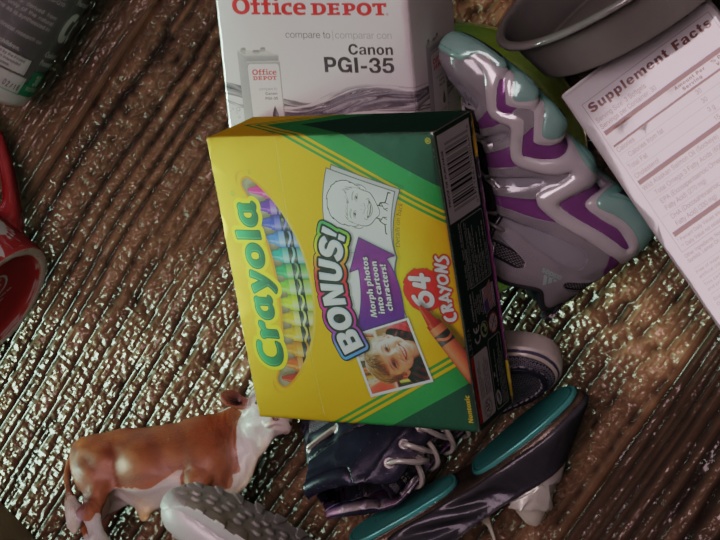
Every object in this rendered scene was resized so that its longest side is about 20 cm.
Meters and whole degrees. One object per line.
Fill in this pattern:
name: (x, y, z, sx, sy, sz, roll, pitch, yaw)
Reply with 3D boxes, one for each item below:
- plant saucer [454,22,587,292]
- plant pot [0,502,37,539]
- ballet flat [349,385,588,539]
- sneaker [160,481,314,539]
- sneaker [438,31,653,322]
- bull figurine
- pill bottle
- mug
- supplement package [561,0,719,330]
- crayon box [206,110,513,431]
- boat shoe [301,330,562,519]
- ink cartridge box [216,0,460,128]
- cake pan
plant saucer: (0.069, -0.075, 1.391, 0.200, 0.031, 0.200, -2, 85, 22)
plant pot: (-0.329, 0.260, 1.441, 0.200, 0.200, 0.177, -37, 62, 15)
ballet flat: (0.087, 0.158, 1.348, 0.200, 0.073, 0.073, -35, 73, 9)
sneaker: (-0.061, 0.221, 1.355, 0.200, 0.076, 0.081, 34, 107, -11)
sneaker: (0.086, -0.048, 1.289, 0.140, 0.078, 0.200, -42, 104, 3)
bull figurine: (-0.132, 0.152, 1.424, 0.200, 0.065, 0.122, -12, 54, 27)
pill bottle: (-0.254, -0.236, 1.493, 0.113, 0.113, 0.200, 37, 99, 21)
mug: (-0.340, -0.045, 1.503, 0.200, 0.133, 0.178, 36, 100, 18)
supplement package: (0.243, -0.060, 1.272, 0.117, 0.117, 0.200, -36, 73, 15)
crayon box: (0.000, 0.000, 1.274, 0.172, 0.058, 0.200, 0, 109, 31)
boat shoe: (0.048, 0.112, 1.342, 0.200, 0.075, 0.093, -20, 44, 27)
ink cartridge box: (-0.013, -0.113, 1.328, 0.146, 0.083, 0.200, 3, 112, 23)
cake pan: (0.181, -0.194, 1.285, 0.200, 0.200, 0.037, -32, 108, 16)
